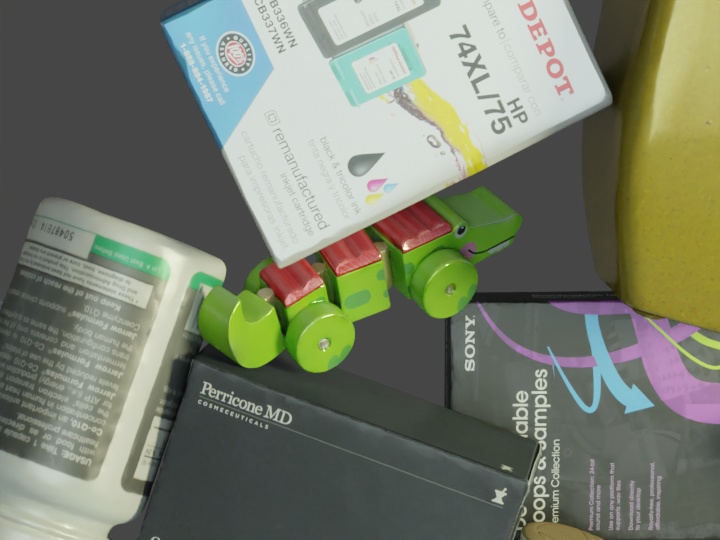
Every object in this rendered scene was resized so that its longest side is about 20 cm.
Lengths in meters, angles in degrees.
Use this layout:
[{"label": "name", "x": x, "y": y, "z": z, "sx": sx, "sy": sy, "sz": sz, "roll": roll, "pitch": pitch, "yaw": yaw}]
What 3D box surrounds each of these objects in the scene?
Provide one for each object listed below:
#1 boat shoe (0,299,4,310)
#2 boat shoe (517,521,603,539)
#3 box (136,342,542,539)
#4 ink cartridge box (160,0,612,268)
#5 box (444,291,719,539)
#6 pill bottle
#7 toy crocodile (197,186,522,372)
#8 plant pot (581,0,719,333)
[{"label": "boat shoe", "x": -0.285, "y": 0.062, "z": 1.370, "sx": 0.201, "sy": 0.086, "sz": 0.075, "roll": -23, "pitch": 106, "yaw": -29}, {"label": "boat shoe", "x": 0.157, "y": 0.205, "z": 1.392, "sx": 0.199, "sy": 0.072, "sz": 0.065, "roll": 27, "pitch": 105, "yaw": -34}, {"label": "box", "x": -0.020, "y": 0.156, "z": 1.361, "sx": 0.199, "sy": 0.104, "sz": 0.183, "roll": 20, "pitch": 101, "yaw": 4}, {"label": "ink cartridge box", "x": 0.011, "y": -0.117, "z": 1.321, "sx": 0.199, "sy": 0.146, "sz": 0.148, "roll": -27, "pitch": 99, "yaw": 1}, {"label": "box", "x": 0.147, "y": 0.085, "z": 1.413, "sx": 0.198, "sy": 0.036, "sz": 0.144, "roll": -1, "pitch": 98, "yaw": -1}, {"label": "pill bottle", "x": -0.157, "y": 0.071, "z": 1.342, "sx": 0.112, "sy": 0.113, "sz": 0.201, "roll": 20, "pitch": 86, "yaw": -5}, {"label": "toy crocodile", "x": 0.000, "y": 0.000, "z": 1.356, "sx": 0.199, "sy": 0.068, "sz": 0.062, "roll": -24, "pitch": 132, "yaw": -19}, {"label": "plant pot", "x": 0.214, "y": -0.066, "z": 1.315, "sx": 0.193, "sy": 0.196, "sz": 0.202, "roll": 16, "pitch": 98, "yaw": -5}]
